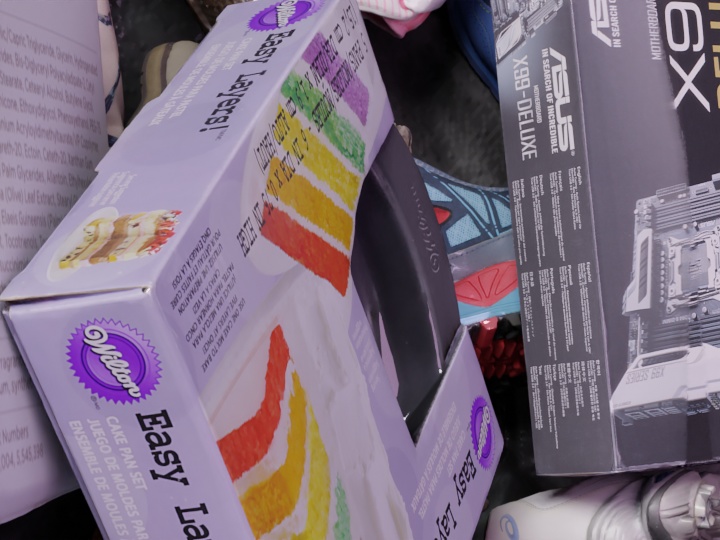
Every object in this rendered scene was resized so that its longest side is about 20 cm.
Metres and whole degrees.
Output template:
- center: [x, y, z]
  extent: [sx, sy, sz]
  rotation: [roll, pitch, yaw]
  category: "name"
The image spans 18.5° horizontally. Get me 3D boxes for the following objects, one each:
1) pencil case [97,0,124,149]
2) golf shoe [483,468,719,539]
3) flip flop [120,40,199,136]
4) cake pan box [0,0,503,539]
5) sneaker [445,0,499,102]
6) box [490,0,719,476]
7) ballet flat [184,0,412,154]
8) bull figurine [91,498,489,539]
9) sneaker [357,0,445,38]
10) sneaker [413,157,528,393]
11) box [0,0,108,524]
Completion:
- center: [-0.123, -0.102, 0.772]
  extent: [0.077, 0.089, 0.201]
  rotation: [-3, 90, -2]
  category: "pencil case"
- center: [0.115, 0.118, 0.891]
  extent: [0.200, 0.097, 0.079]
  rotation: [41, 55, -59]
  category: "golf shoe"
- center: [-0.050, -0.020, 0.761]
  extent: [0.057, 0.200, 0.082]
  rotation: [-1, 119, 1]
  category: "flip flop"
- center: [-0.020, 0.034, 0.669]
  extent: [0.200, 0.052, 0.185]
  rotation: [-62, 139, -56]
  category: "cake pan box"
- center: [0.099, -0.076, 0.901]
  extent: [0.074, 0.082, 0.201]
  rotation: [-30, 99, -26]
  category: "sneaker"
- center: [0.130, -0.029, 0.834]
  extent: [0.157, 0.050, 0.201]
  rotation: [-2, 85, -35]
  category: "box"
- center: [-0.038, -0.099, 0.804]
  extent: [0.046, 0.067, 0.201]
  rotation: [-30, 75, -1]
  category: "ballet flat"
- center: [-0.016, 0.124, 0.822]
  extent: [0.200, 0.065, 0.122]
  rotation: [35, 61, -37]
  category: "bull figurine"
- center: [0.040, -0.147, 0.850]
  extent: [0.199, 0.075, 0.105]
  rotation: [-11, 91, -2]
  category: "sneaker"
- center: [0.000, 0.000, 0.858]
  extent: [0.199, 0.079, 0.096]
  rotation: [-2, 58, -21]
  category: "sneaker"
- center: [-0.184, -0.011, 0.632]
  extent: [0.198, 0.200, 0.172]
  rotation: [-5, 89, 6]
  category: "box"
